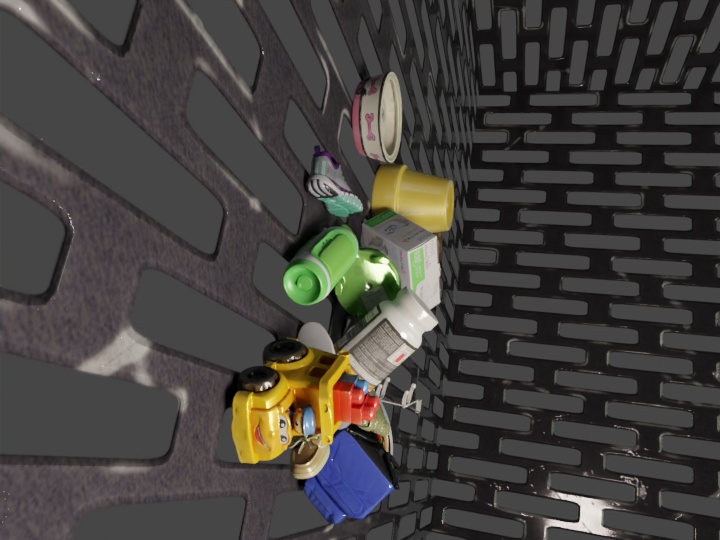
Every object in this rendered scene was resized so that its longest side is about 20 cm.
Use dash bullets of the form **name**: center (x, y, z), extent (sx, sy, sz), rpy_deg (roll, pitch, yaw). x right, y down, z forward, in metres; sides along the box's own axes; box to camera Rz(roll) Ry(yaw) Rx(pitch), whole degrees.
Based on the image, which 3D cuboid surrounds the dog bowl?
- **dog bowl**: center (0.038, -0.347, 1.345), extent (0.200, 0.073, 0.203), rpy_deg (5, 90, -73)

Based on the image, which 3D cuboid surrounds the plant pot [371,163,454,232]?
- **plant pot**: center (0.142, -0.174, 1.540), extent (0.201, 0.187, 0.203), rpy_deg (5, 90, -73)

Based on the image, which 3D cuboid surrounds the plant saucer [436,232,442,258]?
- **plant saucer**: center (0.294, -0.103, 2.345), extent (0.200, 0.032, 0.203), rpy_deg (4, 90, -74)

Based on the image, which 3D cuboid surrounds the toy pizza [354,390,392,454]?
- **toy pizza**: center (0.014, 0.358, 1.335), extent (0.200, 0.031, 0.203), rpy_deg (32, -54, 58)

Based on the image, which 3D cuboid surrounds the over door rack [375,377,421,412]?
- **over door rack**: center (0.068, 0.303, 1.478), extent (0.200, 0.146, 0.067), rpy_deg (48, 54, -67)

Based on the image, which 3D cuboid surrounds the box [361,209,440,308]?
- **box**: center (0.102, -0.017, 1.427), extent (0.096, 0.176, 0.202), rpy_deg (-28, 131, -25)

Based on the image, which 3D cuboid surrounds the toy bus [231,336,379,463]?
- **toy bus**: center (-0.075, 0.203, 0.893), extent (0.200, 0.190, 0.137), rpy_deg (-45, 138, -63)

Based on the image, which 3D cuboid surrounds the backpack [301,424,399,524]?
- **backpack**: center (-0.019, 0.397, 1.174), extent (0.163, 0.167, 0.200), rpy_deg (52, 3, 14)

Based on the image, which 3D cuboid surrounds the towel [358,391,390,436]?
- **towel**: center (-0.009, 0.248, 1.224), extent (0.201, 0.036, 0.148), rpy_deg (59, 6, 29)

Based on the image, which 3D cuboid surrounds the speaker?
- **speaker**: center (-0.067, -0.014, 1.052), extent (0.200, 0.087, 0.089), rpy_deg (-52, 143, -62)

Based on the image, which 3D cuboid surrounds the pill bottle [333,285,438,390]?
- **pill bottle**: center (0.046, 0.131, 1.139), extent (0.200, 0.117, 0.116), rpy_deg (-42, 164, 8)

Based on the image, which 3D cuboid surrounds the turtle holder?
- **turtle holder**: center (-0.004, 0.011, 1.224), extent (0.142, 0.185, 0.132), rpy_deg (-55, -166, 8)

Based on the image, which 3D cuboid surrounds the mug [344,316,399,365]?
- **mug**: center (0.029, 0.134, 1.384), extent (0.150, 0.186, 0.154), rpy_deg (47, 29, -23)

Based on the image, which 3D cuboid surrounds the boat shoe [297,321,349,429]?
- **boat shoe**: center (-0.064, 0.190, 1.083), extent (0.057, 0.068, 0.202), rpy_deg (-13, 85, -82)

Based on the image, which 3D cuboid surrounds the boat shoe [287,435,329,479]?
- **boat shoe**: center (-0.091, 0.291, 1.082), extent (0.201, 0.072, 0.063), rpy_deg (-78, 159, -61)

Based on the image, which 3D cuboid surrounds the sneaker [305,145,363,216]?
- **sneaker**: center (-0.041, -0.165, 1.127), extent (0.200, 0.074, 0.089), rpy_deg (37, 54, -70)
